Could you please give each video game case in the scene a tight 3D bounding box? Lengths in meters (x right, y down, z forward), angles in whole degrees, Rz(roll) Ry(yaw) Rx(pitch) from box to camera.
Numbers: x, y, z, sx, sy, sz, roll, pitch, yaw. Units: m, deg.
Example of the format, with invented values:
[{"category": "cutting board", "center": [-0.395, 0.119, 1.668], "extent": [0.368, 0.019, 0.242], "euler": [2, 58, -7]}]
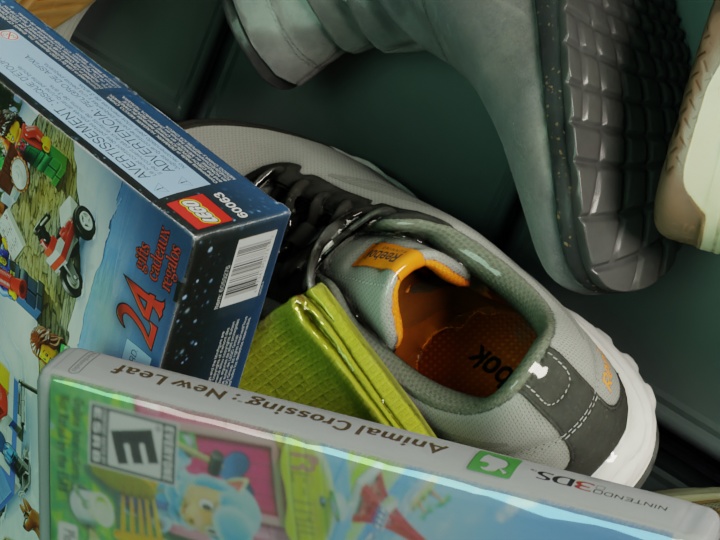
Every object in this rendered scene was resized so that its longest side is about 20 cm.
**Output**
[{"category": "video game case", "center": [-0.004, 0.130, 0.640], "extent": [0.182, 0.022, 0.200], "euler": [13, 118, 19]}]

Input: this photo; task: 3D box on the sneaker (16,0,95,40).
[{"category": "sneaker", "center": [-0.134, -0.100, 0.800], "extent": [0.088, 0.076, 0.200], "euler": [27, 107, 28]}]

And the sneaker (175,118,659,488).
[{"category": "sneaker", "center": [0.000, 0.000, 0.703], "extent": [0.200, 0.079, 0.074], "euler": [30, 77, 33]}]

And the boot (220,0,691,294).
[{"category": "boot", "center": [0.022, -0.076, 0.715], "extent": [0.132, 0.070, 0.200], "euler": [-19, 72, 35]}]

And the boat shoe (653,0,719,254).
[{"category": "boat shoe", "center": [0.142, -0.096, 0.634], "extent": [0.075, 0.075, 0.202], "euler": [18, 105, 9]}]

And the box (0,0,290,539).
[{"category": "box", "center": [-0.103, 0.034, 0.702], "extent": [0.137, 0.038, 0.200], "euler": [37, 125, 30]}]

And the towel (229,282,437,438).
[{"category": "towel", "center": [0.016, 0.106, 0.664], "extent": [0.086, 0.018, 0.200], "euler": [-38, 83, 37]}]

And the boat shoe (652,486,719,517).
[{"category": "boat shoe", "center": [0.136, 0.089, 0.639], "extent": [0.200, 0.076, 0.072], "euler": [-13, 87, 33]}]
